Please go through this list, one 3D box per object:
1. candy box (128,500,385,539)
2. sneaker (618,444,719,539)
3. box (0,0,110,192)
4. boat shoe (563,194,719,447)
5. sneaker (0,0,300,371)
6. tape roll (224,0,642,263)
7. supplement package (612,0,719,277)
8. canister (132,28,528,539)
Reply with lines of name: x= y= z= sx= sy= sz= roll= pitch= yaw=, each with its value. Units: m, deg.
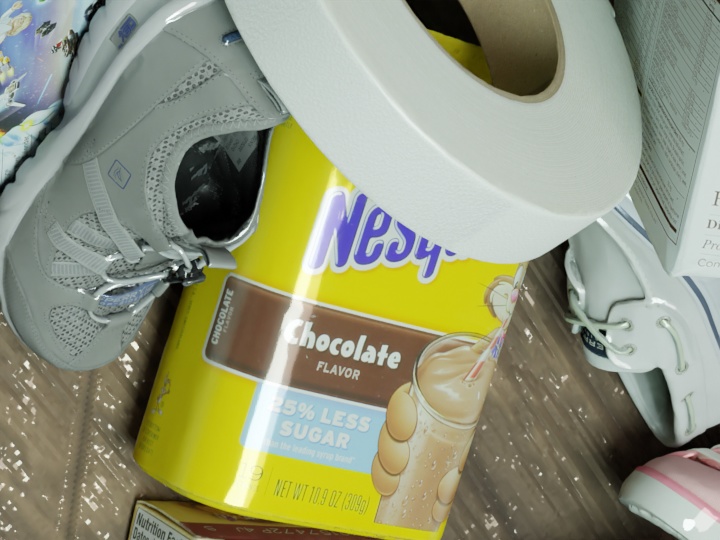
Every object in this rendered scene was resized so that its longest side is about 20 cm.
candy box: x=-0.053 y=0.200 z=1.084 sx=0.116 sy=0.056 sz=0.201 roll=8 pitch=99 yaw=-36
sneaker: x=0.199 y=0.092 z=1.216 sx=0.200 sy=0.075 sz=0.105 roll=23 pitch=96 yaw=-49
box: x=-0.123 y=-0.097 z=0.887 sx=0.137 sy=0.040 sz=0.200 roll=-29 pitch=157 yaw=-23
boat shoe: x=0.125 y=0.017 z=1.141 sx=0.067 sy=0.074 sz=0.200 roll=-45 pitch=134 yaw=-5
sneaker: x=-0.079 y=-0.020 z=0.943 sx=0.074 sy=0.082 sz=0.200 roll=-23 pitch=153 yaw=-35
tape roll: x=0.026 y=-0.098 z=0.943 sx=0.202 sy=0.037 sz=0.204 roll=33 pitch=38 yaw=-31
supplement package: x=0.209 y=-0.111 z=0.985 sx=0.190 sy=0.147 sz=0.201 roll=3 pitch=118 yaw=-11
canister: x=0.000 y=0.000 z=1.049 sx=0.148 sy=0.086 sz=0.201 roll=13 pitch=96 yaw=-39
